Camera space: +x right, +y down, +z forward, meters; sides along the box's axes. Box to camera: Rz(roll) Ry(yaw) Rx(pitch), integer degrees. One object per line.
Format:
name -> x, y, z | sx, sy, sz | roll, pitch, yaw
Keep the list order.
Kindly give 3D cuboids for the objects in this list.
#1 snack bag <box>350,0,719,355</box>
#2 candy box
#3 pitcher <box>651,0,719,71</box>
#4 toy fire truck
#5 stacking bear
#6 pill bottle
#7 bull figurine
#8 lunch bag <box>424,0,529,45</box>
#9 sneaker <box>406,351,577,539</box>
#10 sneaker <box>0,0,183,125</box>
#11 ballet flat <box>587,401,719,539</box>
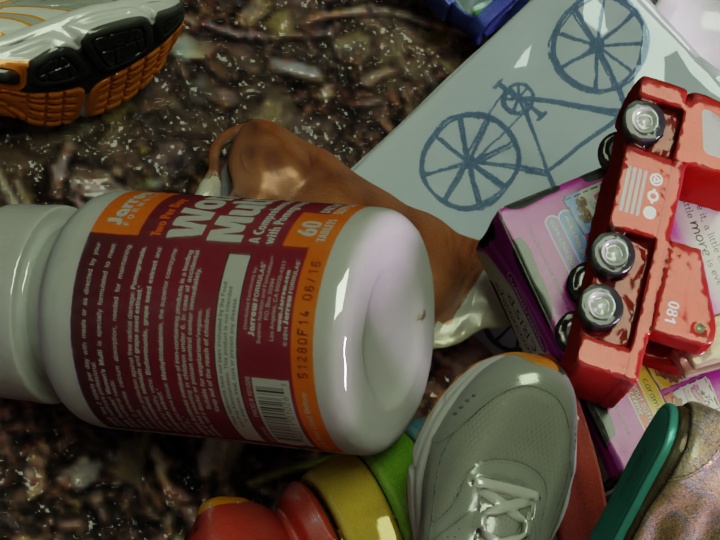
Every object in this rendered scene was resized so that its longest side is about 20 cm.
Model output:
snack bag -> 0.119, -0.036, 1.258 | 0.188, 0.021, 0.200 | -43, 82, -1
candy box -> 0.173, 0.005, 1.168 | 0.199, 0.061, 0.137 | -21, 77, -15
pitcher -> 0.248, -0.134, 1.350 | 0.198, 0.122, 0.172 | 8, 45, -1
toy fire truck -> 0.162, 0.023, 1.102 | 0.140, 0.049, 0.201 | 17, 70, -5
stacking bear -> 0.004, 0.126, 1.136 | 0.199, 0.121, 0.114 | -18, 86, -15
pill bottle -> -0.075, 0.020, 1.116 | 0.199, 0.110, 0.110 | 5, 56, 24
bull figurine -> 0.000, 0.000, 1.213 | 0.199, 0.065, 0.122 | 30, 52, 15
lunch bag -> 0.072, -0.243, 1.344 | 0.200, 0.128, 0.170 | -43, 84, -17
sneaker -> 0.051, 0.135, 1.046 | 0.075, 0.092, 0.201 | 16, 100, -17
sneaker -> -0.183, -0.118, 1.215 | 0.199, 0.076, 0.092 | -19, 64, -28
ballet flat -> 0.114, 0.146, 1.054 | 0.067, 0.201, 0.068 | 25, 30, -10
